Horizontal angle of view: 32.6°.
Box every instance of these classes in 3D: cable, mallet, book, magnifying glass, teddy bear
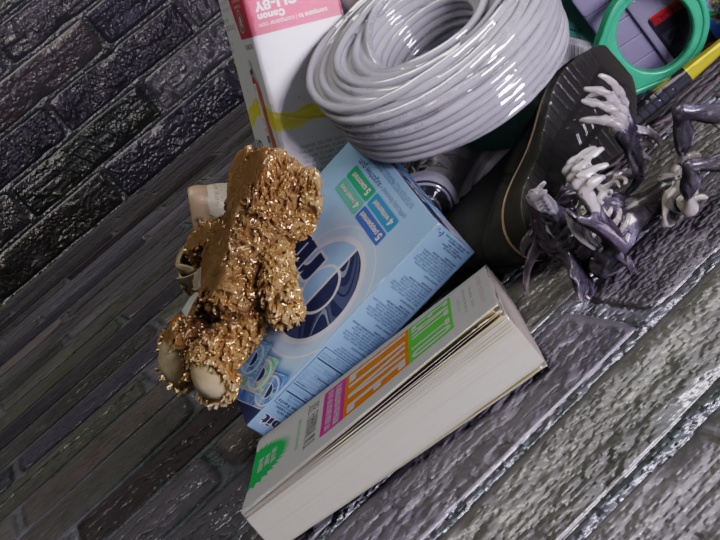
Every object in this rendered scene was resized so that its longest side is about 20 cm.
[{"bbox_3d":[0.058,-0.168,0.927,0.200,0.069,0.200,11,58,47],"label":"cable"},{"bbox_3d":[0.255,-0.151,0.924,0.200,0.041,0.066,-42,17,5],"label":"mallet"},{"bbox_3d":[0.017,0.083,0.787,0.200,0.048,0.134,-38,11,8],"label":"book"},{"bbox_3d":[0.191,-0.147,0.973,0.200,0.080,0.022,-47,17,10],"label":"magnifying glass"},{"bbox_3d":[-0.087,0.008,0.917,0.145,0.067,0.200,-13,57,51],"label":"teddy bear"}]

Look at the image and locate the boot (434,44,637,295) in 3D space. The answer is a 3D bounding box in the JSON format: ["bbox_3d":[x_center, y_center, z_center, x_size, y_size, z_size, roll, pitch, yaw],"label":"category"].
[{"bbox_3d":[0.119,-0.076,0.925,0.138,0.077,0.200,-27,22,52],"label":"boot"}]

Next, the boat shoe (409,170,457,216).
[{"bbox_3d":[0.000,0.000,1.000,0.200,0.072,0.068,-39,14,13],"label":"boat shoe"}]

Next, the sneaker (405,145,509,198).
[{"bbox_3d":[0.058,-0.089,1.099,0.075,0.082,0.200,-23,21,45],"label":"sneaker"}]

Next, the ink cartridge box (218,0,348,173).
[{"bbox_3d":[-0.054,-0.157,1.065,0.083,0.200,0.145,-17,12,-11],"label":"ink cartridge box"}]

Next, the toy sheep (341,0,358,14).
[{"bbox_3d":[0.018,-0.259,1.129,0.138,0.138,0.200,-38,1,2],"label":"toy sheep"}]

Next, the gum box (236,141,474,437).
[{"bbox_3d":[-0.026,0.009,0.929,0.200,0.045,0.170,-46,34,9],"label":"gum box"}]

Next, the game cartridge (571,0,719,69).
[{"bbox_3d":[0.271,-0.245,0.970,0.200,0.130,0.038,-33,30,22],"label":"game cartridge"}]

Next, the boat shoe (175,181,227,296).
[{"bbox_3d":[-0.150,-0.007,1.200,0.064,0.200,0.071,-2,42,-16],"label":"boat shoe"}]

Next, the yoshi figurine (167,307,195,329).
[{"bbox_3d":[-0.081,0.005,1.106,0.112,0.112,0.200,-3,39,44],"label":"yoshi figurine"}]

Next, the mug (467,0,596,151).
[{"bbox_3d":[0.150,-0.195,1.058,0.114,0.152,0.185,-7,37,54],"label":"mug"}]

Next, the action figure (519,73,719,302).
[{"bbox_3d":[0.162,-0.060,0.739,0.200,0.102,0.119,-28,32,28],"label":"action figure"}]
